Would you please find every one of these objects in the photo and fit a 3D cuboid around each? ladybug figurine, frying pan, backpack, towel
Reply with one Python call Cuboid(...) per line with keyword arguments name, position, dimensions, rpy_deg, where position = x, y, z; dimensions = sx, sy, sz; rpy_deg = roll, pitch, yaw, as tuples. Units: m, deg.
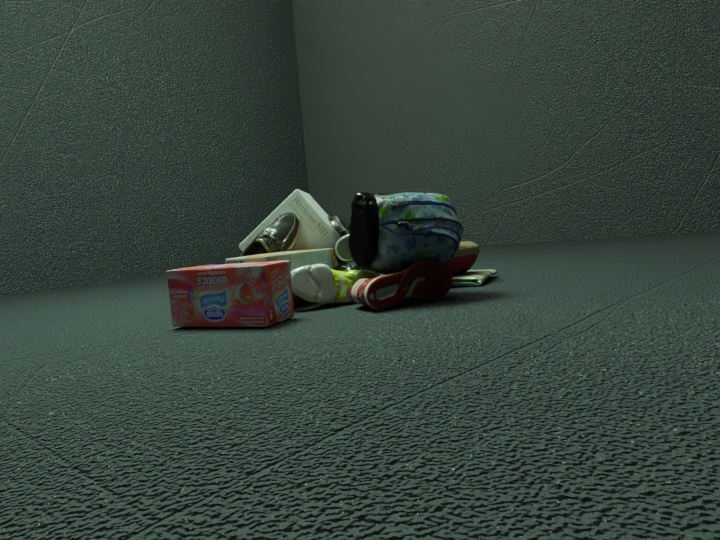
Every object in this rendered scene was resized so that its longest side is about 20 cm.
Cuboid(name="ladybug figurine", position=(0.190, -0.027, 1.182), dimensions=(0.198, 0.073, 0.135), rpy_deg=(-5, 3, -33))
Cuboid(name="frying pan", position=(-0.027, -0.081, 1.221), dimensions=(0.031, 0.116, 0.190), rpy_deg=(-37, -9, 9))
Cuboid(name="backpack", position=(0.091, -0.074, 0.965), dimensions=(0.198, 0.155, 0.164), rpy_deg=(-16, -32, -21))
Cuboid(name="towel", position=(0.234, 0.017, 1.218), dimensions=(0.150, 0.024, 0.200), rpy_deg=(-3, 3, 23))

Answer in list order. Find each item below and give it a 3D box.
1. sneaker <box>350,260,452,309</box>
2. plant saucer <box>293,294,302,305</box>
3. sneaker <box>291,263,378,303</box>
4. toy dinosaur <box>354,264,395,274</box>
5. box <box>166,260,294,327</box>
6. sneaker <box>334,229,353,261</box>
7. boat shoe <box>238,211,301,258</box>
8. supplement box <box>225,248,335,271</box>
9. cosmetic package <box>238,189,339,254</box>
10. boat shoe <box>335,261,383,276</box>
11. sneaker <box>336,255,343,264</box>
Cuboid(name="sneaker", position=(0.069, 0.022, 0.964), dimensions=(0.198, 0.080, 0.115), rpy_deg=(-6, 5, -32))
Cuboid(name="plant saucer", position=(-0.205, 0.058, 1.078), dimensions=(0.197, 0.038, 0.200), rpy_deg=(-4, 5, 0))
Cuboid(name="sneaker", position=(-0.062, 0.035, 1.034), dimensions=(0.197, 0.077, 0.105), rpy_deg=(7, -11, -25))
Cuboid(name="toy dinosaur", position=(0.081, -0.002, 1.093), dimensions=(0.198, 0.048, 0.088), rpy_deg=(19, -20, -37))
Cuboid(name="box", position=(-0.223, 0.041, 0.885), dimensions=(0.197, 0.104, 0.094), rpy_deg=(-2, 5, 23))
Cuboid(name="sneaker", position=(0.038, -0.072, 1.091), dimensions=(0.198, 0.075, 0.118), rpy_deg=(-14, 6, -6))
Cuboid(name="boat shoe", position=(-0.208, -0.052, 1.146), dimensions=(0.072, 0.200, 0.065), rpy_deg=(39, -8, 16))
Cuboid(name="supplement box", position=(-0.161, -0.001, 1.062), dimensions=(0.125, 0.075, 0.199), rpy_deg=(-2, 5, 37))
Cuboid(name="cosmetic package", position=(-0.159, -0.069, 1.275), dimensions=(0.200, 0.168, 0.166), rpy_deg=(-43, 0, 6))
Cuboid(name="boat shoe", position=(0.002, 0.005, 1.174), dimensions=(0.199, 0.076, 0.086), rpy_deg=(-14, -2, 20))
Cuboid(name="sneaker", position=(-0.001, -0.044, 1.273), dimensions=(0.077, 0.071, 0.200), rpy_deg=(-24, -1, -19))
